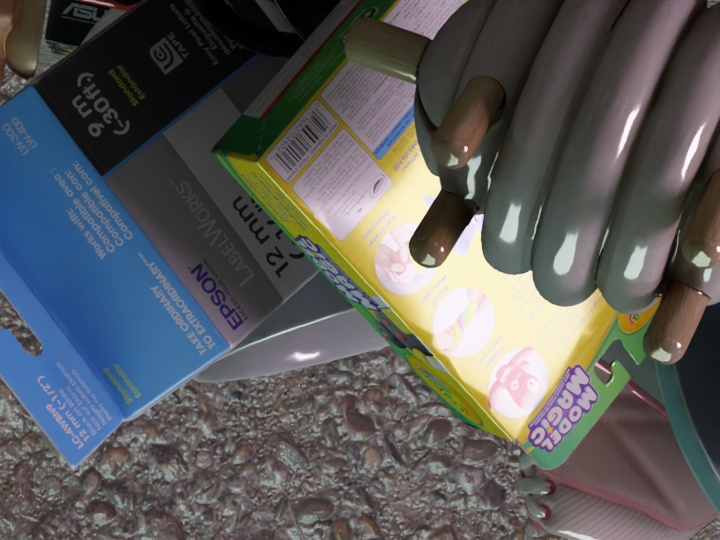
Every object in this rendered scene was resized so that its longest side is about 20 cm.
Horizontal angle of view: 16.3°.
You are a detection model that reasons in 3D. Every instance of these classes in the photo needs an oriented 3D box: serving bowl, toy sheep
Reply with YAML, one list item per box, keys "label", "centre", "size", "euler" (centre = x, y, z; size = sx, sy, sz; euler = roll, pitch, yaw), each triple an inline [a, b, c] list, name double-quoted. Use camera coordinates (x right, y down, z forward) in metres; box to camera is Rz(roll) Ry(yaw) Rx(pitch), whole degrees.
- label: "serving bowl"
  centre: [0.000, 0.000, 1.311]
  size: [0.200, 0.066, 0.200]
  euler: [-16, 171, -2]
- label: "toy sheep"
  centre: [0.085, -0.047, 0.888]
  size: [0.200, 0.138, 0.138]
  euler: [25, -177, 8]

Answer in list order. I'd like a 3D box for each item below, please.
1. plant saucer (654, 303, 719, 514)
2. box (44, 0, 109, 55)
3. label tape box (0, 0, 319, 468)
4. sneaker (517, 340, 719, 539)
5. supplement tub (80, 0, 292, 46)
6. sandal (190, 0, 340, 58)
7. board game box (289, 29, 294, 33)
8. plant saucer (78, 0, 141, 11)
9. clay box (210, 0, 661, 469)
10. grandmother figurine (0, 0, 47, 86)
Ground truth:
- label: "plant saucer"
  centre: [0.195, 0.055, 1.168]
  size: [0.027, 0.201, 0.200]
  euler: [-25, 156, 38]
- label: "box"
  centre: [-0.100, -0.143, 1.616]
  size: [0.199, 0.044, 0.160]
  euler: [12, -178, -5]
- label: "label tape box"
  centre: [-0.093, -0.031, 1.105]
  size: [0.066, 0.143, 0.200]
  euler: [-29, -169, 46]
- label: "sneaker"
  centre: [0.088, 0.062, 1.186]
  size: [0.200, 0.105, 0.075]
  euler: [39, -170, -4]
- label: "supplement tub"
  centre: [-0.060, -0.078, 1.396]
  size: [0.145, 0.146, 0.200]
  euler: [12, -179, 21]
- label: "sandal"
  centre: [-0.044, -0.117, 1.048]
  size: [0.075, 0.048, 0.200]
  euler: [12, -179, 26]
- label: "board game box"
  centre: [0.072, -0.049, 1.208]
  size: [0.200, 0.045, 0.152]
  euler: [28, -167, -40]
- label: "plant saucer"
  centre: [-0.179, -0.154, 1.127]
  size: [0.200, 0.037, 0.200]
  euler: [13, -179, 0]
- label: "clay box"
  centre: [0.044, -0.021, 1.040]
  size: [0.200, 0.115, 0.048]
  euler: [48, 163, -27]
- label: "grandmother figurine"
  centre: [-0.233, -0.118, 1.057]
  size: [0.199, 0.061, 0.121]
  euler: [9, 173, -10]
